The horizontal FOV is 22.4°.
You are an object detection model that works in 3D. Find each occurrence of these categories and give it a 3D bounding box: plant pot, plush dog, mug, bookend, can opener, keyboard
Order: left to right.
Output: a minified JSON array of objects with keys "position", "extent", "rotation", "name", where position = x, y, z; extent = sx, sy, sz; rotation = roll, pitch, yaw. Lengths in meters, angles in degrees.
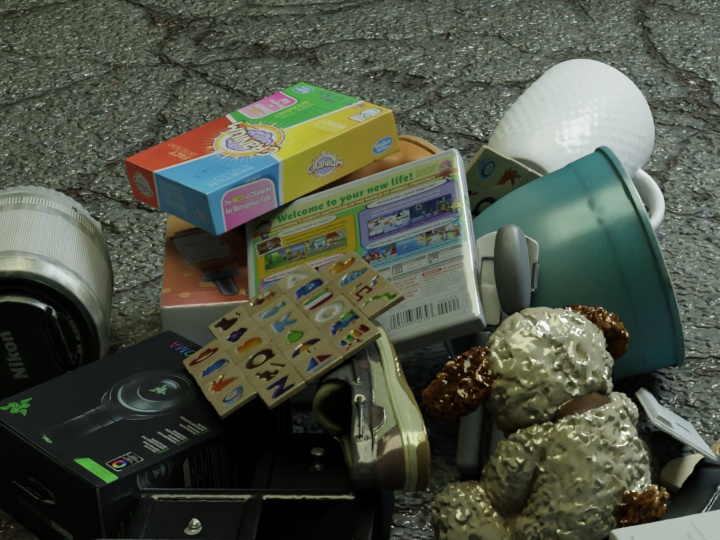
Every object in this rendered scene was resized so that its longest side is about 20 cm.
[{"position":[-0.079,0.187,1.342],"extent":[0.197,0.093,0.200],"rotation":[0,25,6],"name":"bookend"},{"position":[0.106,0.064,1.457],"extent":[0.053,0.202,0.067],"rotation":[5,-6,15],"name":"can opener"},{"position":[0.156,0.017,1.570],"extent":[0.186,0.201,0.200],"rotation":[-19,27,-1],"name":"plant pot"},{"position":[0.144,0.112,1.332],"extent":[0.199,0.173,0.160],"rotation":[-20,-4,-28],"name":"plush dog"},{"position":[0.225,-0.101,1.874],"extent":[0.199,0.148,0.175],"rotation":[37,43,9],"name":"mug"},{"position":[0.246,0.121,1.428],"extent":[0.056,0.011,0.200],"rotation":[38,5,2],"name":"keyboard"}]

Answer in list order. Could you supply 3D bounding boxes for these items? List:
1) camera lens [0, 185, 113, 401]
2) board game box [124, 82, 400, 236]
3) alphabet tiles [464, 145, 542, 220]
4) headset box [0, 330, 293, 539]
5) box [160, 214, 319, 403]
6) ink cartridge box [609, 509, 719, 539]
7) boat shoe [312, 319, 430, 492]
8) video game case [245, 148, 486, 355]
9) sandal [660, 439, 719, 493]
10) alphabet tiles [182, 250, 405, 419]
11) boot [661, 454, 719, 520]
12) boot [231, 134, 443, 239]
[{"position":[-0.300,0.029,1.613],"extent":[0.158,0.161,0.200],"rotation":[-5,26,-4],"name":"camera lens"},{"position":[-0.088,-0.103,1.620],"extent":[0.199,0.041,0.153],"rotation":[-27,28,-27],"name":"board game box"},{"position":[0.100,-0.027,1.637],"extent":[0.199,0.167,0.006],"rotation":[22,21,-47],"name":"alphabet tiles"},{"position":[-0.180,0.146,1.438],"extent":[0.199,0.094,0.174],"rotation":[-23,31,-34],"name":"headset box"},{"position":[-0.101,0.031,1.651],"extent":[0.151,0.107,0.200],"rotation":[-4,25,-3],"name":"box"},{"position":[0.263,0.228,1.159],"extent":[0.198,0.146,0.084],"rotation":[-9,25,-12],"name":"ink cartridge box"},{"position":[-0.003,0.094,1.336],"extent":[0.065,0.072,0.201],"rotation":[-3,29,-16],"name":"boat shoe"},{"position":[0.000,0.000,1.504],"extent":[0.198,0.022,0.183],"rotation":[-18,50,15],"name":"video game case"},{"position":[0.339,0.144,1.412],"extent":[0.210,0.070,0.078],"rotation":[9,28,23],"name":"sandal"},{"position":[-0.055,0.047,1.415],"extent":[0.166,0.006,0.200],"rotation":[-34,23,-7],"name":"alphabet tiles"},{"position":[0.271,0.208,1.290],"extent":[0.164,0.066,0.200],"rotation":[4,22,33],"name":"boot"},{"position":[-0.023,-0.070,1.643],"extent":[0.199,0.077,0.155],"rotation":[17,33,31],"name":"boot"}]
